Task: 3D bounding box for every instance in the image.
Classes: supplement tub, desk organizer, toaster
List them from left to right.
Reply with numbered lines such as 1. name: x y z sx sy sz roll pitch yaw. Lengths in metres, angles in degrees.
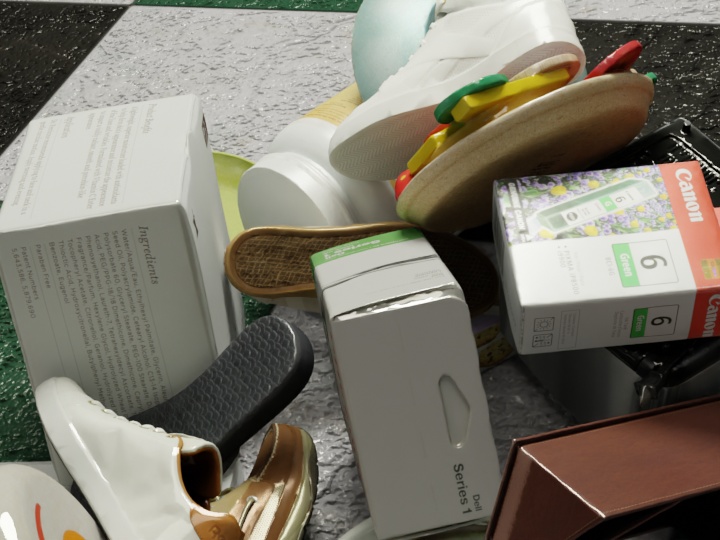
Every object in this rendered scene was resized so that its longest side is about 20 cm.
1. supplement tub: 0.017 -0.074 1.345 0.199 0.146 0.144 -36 42 -30
2. toaster: 0.199 0.018 1.165 0.199 0.119 0.181 -28 53 -22
3. desk organizer: 0.177 0.133 1.025 0.199 0.072 0.077 -7 32 -38

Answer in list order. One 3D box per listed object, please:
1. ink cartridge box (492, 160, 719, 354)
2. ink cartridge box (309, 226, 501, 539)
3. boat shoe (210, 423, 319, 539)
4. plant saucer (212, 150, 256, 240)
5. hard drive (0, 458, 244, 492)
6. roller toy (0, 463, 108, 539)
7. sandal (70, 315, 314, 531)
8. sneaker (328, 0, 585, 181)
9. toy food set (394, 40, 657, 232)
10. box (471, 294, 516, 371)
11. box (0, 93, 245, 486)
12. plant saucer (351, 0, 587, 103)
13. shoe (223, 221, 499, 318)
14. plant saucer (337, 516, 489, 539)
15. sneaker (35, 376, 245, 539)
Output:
1. ink cartridge box: 0.187 -0.012 1.079 0.198 0.051 0.110 -6 48 -3
2. ink cartridge box: 0.026 0.066 1.095 0.083 0.148 0.200 -13 11 -2
3. boat shoe: -0.074 0.168 1.083 0.073 0.076 0.201 18 37 -6
4. plant saucer: -0.161 -0.032 1.434 0.198 0.031 0.201 -7 36 5
5. hard drive: -0.186 0.179 1.160 0.198 0.026 0.132 -2 37 11
6. roller toy: -0.204 0.214 0.969 0.139 0.183 0.201 -30 61 3
7. sandal: -0.105 0.111 1.122 0.199 0.043 0.076 -37 52 15
8. sneaker: 0.060 -0.149 1.233 0.199 0.074 0.116 -26 53 20
9. toy food set: 0.112 -0.088 1.169 0.199 0.198 0.049 -18 75 -28
10. box: 0.086 0.045 1.256 0.199 0.042 0.039 -25 38 -19
11. box: -0.160 0.009 1.214 0.129 0.202 0.199 -9 26 2
12. plant saucer: 0.092 -0.158 1.305 0.199 0.039 0.203 8 65 -19
13. shoe: 0.000 0.000 1.234 0.198 0.071 0.053 7 -9 -8
14. plant saucer: 0.059 0.216 1.022 0.198 0.051 0.201 -8 35 6
15. sneaker: -0.132 0.122 1.071 0.084 0.073 0.200 -36 48 -8
